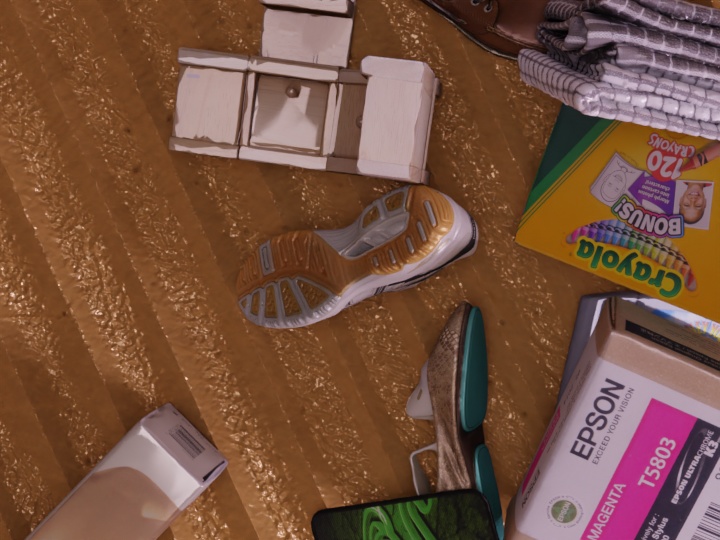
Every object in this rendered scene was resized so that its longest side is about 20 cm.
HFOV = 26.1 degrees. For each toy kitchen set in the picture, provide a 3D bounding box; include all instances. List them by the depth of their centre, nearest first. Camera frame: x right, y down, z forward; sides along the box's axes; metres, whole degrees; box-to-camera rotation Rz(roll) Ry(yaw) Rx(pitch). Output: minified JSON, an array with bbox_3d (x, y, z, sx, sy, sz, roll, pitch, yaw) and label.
[{"bbox_3d":[-0.043,-0.156,1.119,0.199,0.180,0.164,8,93,6],"label":"toy kitchen set"}]

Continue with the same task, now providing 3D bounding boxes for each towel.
[{"bbox_3d":[0.223,-0.145,1.078,0.199,0.166,0.086,10,102,-10],"label":"towel"}]

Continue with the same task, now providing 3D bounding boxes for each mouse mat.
[{"bbox_3d":[0.051,0.270,1.186,0.160,0.008,0.201,-13,94,31],"label":"mouse mat"}]

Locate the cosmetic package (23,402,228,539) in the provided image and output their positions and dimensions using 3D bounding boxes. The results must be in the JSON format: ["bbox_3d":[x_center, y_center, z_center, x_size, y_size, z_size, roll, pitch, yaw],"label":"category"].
[{"bbox_3d":[-0.201,0.201,1.196,0.071,0.105,0.200,44,98,2],"label":"cosmetic package"}]

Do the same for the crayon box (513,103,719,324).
[{"bbox_3d":[0.219,-0.041,1.110,0.200,0.058,0.119,24,96,38],"label":"crayon box"}]

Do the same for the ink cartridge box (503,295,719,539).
[{"bbox_3d":[0.215,0.145,1.125,0.164,0.075,0.201,22,111,1],"label":"ink cartridge box"}]

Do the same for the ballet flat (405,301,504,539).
[{"bbox_3d":[0.066,0.125,1.183,0.065,0.070,0.201,-4,89,23],"label":"ballet flat"}]

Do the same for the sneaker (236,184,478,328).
[{"bbox_3d":[0.000,0.000,1.178,0.199,0.088,0.076,-19,72,29],"label":"sneaker"}]

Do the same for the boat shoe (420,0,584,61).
[{"bbox_3d":[0.086,-0.210,1.156,0.199,0.068,0.072,24,93,3],"label":"boat shoe"}]

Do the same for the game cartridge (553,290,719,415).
[{"bbox_3d":[0.254,0.087,1.173,0.199,0.040,0.134,12,91,5],"label":"game cartridge"}]
